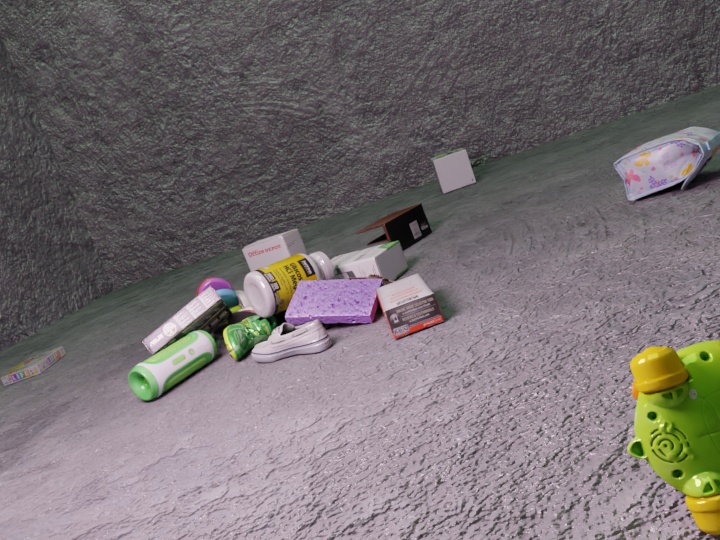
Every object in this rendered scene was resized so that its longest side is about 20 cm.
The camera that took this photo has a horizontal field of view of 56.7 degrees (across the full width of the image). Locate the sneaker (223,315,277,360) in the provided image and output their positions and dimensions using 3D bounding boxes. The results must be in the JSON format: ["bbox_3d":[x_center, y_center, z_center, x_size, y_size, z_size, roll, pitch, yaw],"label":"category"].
[{"bbox_3d":[-0.251,0.141,1.531,0.083,0.074,0.200,-21,10,18],"label":"sneaker"}]

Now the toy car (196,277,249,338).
[{"bbox_3d":[-0.382,0.089,1.815,0.175,0.150,0.200,-23,11,-15],"label":"toy car"}]

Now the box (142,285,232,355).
[{"bbox_3d":[-0.406,0.137,1.593,0.200,0.049,0.161,-41,-12,-11],"label":"box"}]

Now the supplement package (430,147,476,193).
[{"bbox_3d":[0.407,-0.444,2.945,0.152,0.151,0.200,-19,11,6],"label":"supplement package"}]

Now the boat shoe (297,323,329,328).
[{"bbox_3d":[-0.075,0.086,1.530,0.062,0.072,0.200,-1,29,23],"label":"boat shoe"}]

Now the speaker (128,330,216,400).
[{"bbox_3d":[-0.413,0.207,1.480,0.088,0.089,0.200,-12,14,36],"label":"speaker"}]

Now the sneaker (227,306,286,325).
[{"bbox_3d":[-0.225,0.105,1.680,0.201,0.067,0.108,-14,11,16],"label":"sneaker"}]

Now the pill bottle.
[{"bbox_3d":[-0.165,0.026,1.579,0.200,0.113,0.112,-24,11,-34],"label":"pill bottle"}]

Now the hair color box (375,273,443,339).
[{"bbox_3d":[0.091,0.066,1.308,0.101,0.061,0.200,-20,10,1],"label":"hair color box"}]

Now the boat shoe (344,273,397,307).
[{"bbox_3d":[0.029,0.043,1.509,0.200,0.070,0.070,-7,16,46],"label":"boat shoe"}]

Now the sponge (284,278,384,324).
[{"bbox_3d":[-0.055,0.066,1.443,0.200,0.030,0.112,-2,43,20],"label":"sponge"}]

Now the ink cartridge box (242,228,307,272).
[{"bbox_3d":[-0.206,0.005,1.771,0.146,0.200,0.083,-13,13,31],"label":"ink cartridge box"}]

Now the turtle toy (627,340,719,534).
[{"bbox_3d":[0.310,0.113,0.540,0.200,0.146,0.101,-19,-10,3],"label":"turtle toy"}]

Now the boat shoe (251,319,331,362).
[{"bbox_3d":[-0.148,0.138,1.374,0.200,0.067,0.074,-14,12,29],"label":"boat shoe"}]

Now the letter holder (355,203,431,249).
[{"bbox_3d":[0.100,-0.118,2.081,0.142,0.101,0.200,-12,13,44],"label":"letter holder"}]

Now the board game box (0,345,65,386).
[{"bbox_3d":[-1.132,0.329,2.318,0.134,0.034,0.200,-20,11,3],"label":"board game box"}]

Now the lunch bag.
[{"bbox_3d":[0.722,-0.253,1.542,0.200,0.127,0.170,-23,4,44],"label":"lunch bag"}]

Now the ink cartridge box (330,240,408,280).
[{"bbox_3d":[0.000,0.000,1.724,0.200,0.084,0.146,-13,13,34],"label":"ink cartridge box"}]
